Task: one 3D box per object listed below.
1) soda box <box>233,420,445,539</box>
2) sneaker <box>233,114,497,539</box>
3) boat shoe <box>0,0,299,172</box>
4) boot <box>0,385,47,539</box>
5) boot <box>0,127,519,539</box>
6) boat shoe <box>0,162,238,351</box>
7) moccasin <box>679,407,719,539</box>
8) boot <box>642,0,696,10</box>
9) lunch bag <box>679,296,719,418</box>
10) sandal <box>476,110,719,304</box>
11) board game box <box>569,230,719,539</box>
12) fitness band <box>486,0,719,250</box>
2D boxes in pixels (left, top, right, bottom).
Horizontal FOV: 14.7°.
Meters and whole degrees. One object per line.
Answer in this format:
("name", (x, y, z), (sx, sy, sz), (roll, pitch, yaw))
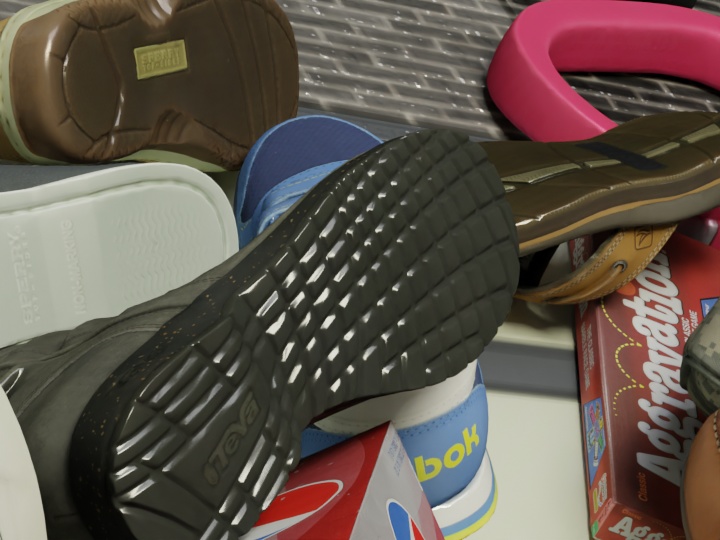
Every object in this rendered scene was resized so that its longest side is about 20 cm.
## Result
("soda box", (-0.016, 0.099, 0.691), (0.200, 0.070, 0.064), (-63, 130, -78))
("sneaker", (0.000, 0.000, 0.903), (0.074, 0.082, 0.200), (-16, 39, -4))
("boat shoe", (-0.089, -0.068, 0.966), (0.076, 0.072, 0.200), (-4, 0, 24))
("boot", (-0.127, 0.092, 0.590), (0.072, 0.201, 0.144), (-8, 16, 29))
("boot", (-0.053, 0.021, 0.779), (0.200, 0.130, 0.068), (-37, 112, -45))
("boat shoe", (-0.130, 0.002, 0.831), (0.199, 0.076, 0.060), (1, -2, -40))
("moccasin", (0.142, 0.082, 0.756), (0.073, 0.078, 0.201), (17, 17, -15))
("boot", (0.086, -0.198, 1.316), (0.162, 0.074, 0.199), (21, 31, -8))
("lunch bag", (0.228, 0.024, 0.925), (0.200, 0.168, 0.139), (35, -1, 10))
("sandal", (0.079, -0.018, 1.031), (0.199, 0.055, 0.082), (-14, 23, -32))
("board game box", (0.128, 0.048, 1.021), (0.103, 0.019, 0.200), (21, 31, -12))
("fitness band", (0.143, -0.063, 1.190), (0.199, 0.038, 0.144), (-1, 39, -43))
